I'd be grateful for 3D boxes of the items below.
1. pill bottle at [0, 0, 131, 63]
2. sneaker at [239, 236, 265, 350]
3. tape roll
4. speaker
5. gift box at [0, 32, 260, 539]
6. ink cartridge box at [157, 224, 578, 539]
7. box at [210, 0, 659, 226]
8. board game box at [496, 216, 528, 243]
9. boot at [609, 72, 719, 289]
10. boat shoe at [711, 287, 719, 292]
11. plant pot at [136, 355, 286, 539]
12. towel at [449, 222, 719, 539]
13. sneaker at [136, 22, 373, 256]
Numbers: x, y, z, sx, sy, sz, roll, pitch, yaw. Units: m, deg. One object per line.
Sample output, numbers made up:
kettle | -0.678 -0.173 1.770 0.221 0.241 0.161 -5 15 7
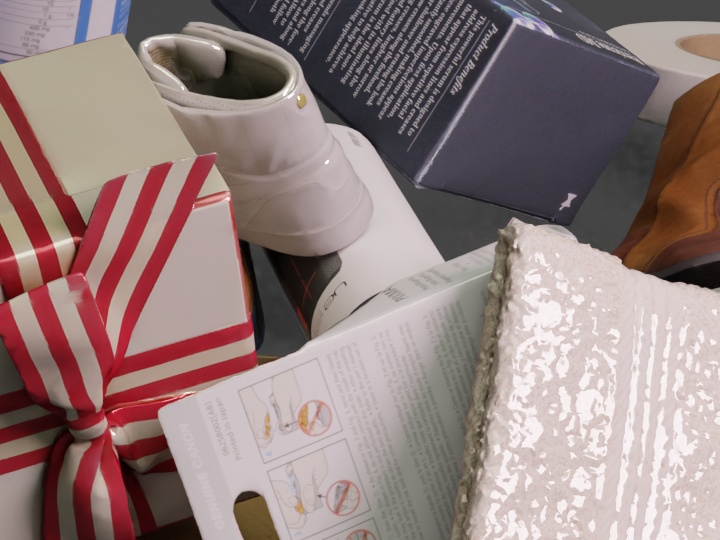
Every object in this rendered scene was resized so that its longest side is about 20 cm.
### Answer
pill bottle | -0.176 -0.171 1.412 0.111 0.201 0.113 10 34 -7
sneaker | -0.101 -0.018 1.355 0.087 0.076 0.201 -10 36 -4
tape roll | 0.240 -0.114 1.565 0.201 0.037 0.203 5 15 -1
speaker | 0.000 0.000 1.307 0.081 0.082 0.200 2 25 -16
gift box | -0.129 0.011 1.146 0.199 0.185 0.187 -20 37 -10
ink cartridge box | 0.026 0.091 1.136 0.199 0.164 0.057 -21 11 -8
box | 0.041 -0.131 1.472 0.148 0.107 0.200 13 25 -52
board game box | 0.126 0.079 1.198 0.199 0.127 0.035 29 18 2
boot | 0.206 -0.038 1.363 0.068 0.188 0.201 42 54 -15
boat shoe | 0.131 0.053 1.276 0.075 0.061 0.199 -29 12 -35
plant pot | -0.032 0.112 1.218 0.198 0.028 0.201 10 35 -7
towel | 0.101 0.088 1.084 0.132 0.034 0.201 19 68 -24
sneaker | -0.095 -0.076 1.273 0.199 0.116 0.074 7 50 31
